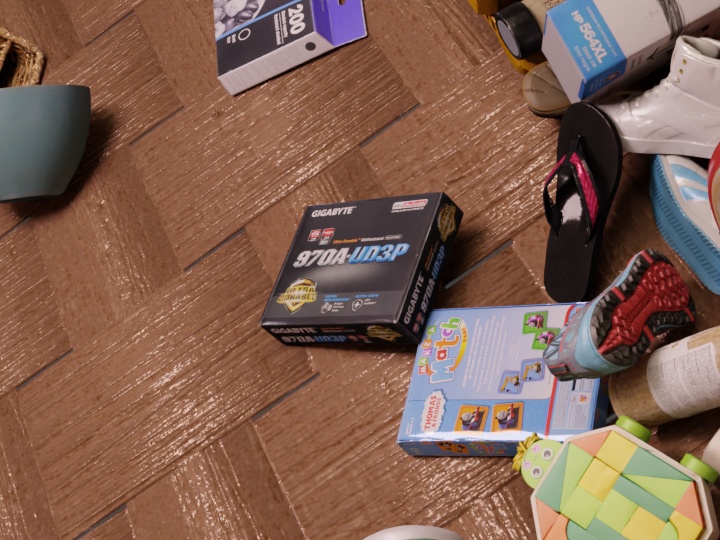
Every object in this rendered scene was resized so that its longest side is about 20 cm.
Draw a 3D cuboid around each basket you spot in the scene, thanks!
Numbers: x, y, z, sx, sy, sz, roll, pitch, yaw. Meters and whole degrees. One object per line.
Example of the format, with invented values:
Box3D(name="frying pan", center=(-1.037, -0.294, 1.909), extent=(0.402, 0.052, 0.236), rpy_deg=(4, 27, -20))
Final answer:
Box3D(name="basket", center=(-0.558, -0.261, 1.978), extent=(0.149, 0.143, 0.200), rpy_deg=(-7, 56, 28))

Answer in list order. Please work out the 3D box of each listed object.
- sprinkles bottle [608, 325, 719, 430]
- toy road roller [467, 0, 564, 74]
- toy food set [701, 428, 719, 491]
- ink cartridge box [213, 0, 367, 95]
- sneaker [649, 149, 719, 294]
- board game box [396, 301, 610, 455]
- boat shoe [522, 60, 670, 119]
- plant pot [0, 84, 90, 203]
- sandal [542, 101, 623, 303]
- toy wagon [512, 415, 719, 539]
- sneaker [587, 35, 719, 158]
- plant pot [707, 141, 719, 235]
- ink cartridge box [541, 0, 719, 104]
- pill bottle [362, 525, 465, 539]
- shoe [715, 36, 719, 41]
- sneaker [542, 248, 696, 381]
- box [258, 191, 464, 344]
Box3D(name="sprinkles bottle", center=(0.303, 0.083, 1.207), extent=(0.200, 0.068, 0.068), rpy_deg=(-30, 41, 48))
Box3D(name="toy road roller", center=(0.178, -0.303, 1.535), extent=(0.123, 0.146, 0.200), rpy_deg=(-30, 72, -4))
Box3D(name="toy food set", center=(0.401, 0.134, 1.182), extent=(0.200, 0.060, 0.143), rpy_deg=(-52, 48, 0))
Box3D(name="ink cartridge box", center=(-0.096, -0.342, 1.826), extent=(0.200, 0.043, 0.198), rpy_deg=(-21, 49, 16))
Box3D(name="sneaker", center=(0.336, -0.054, 1.346), extent=(0.081, 0.077, 0.200), rpy_deg=(-15, 43, -8))
Box3D(name="board game box", center=(0.143, 0.105, 1.364), extent=(0.200, 0.037, 0.151), rpy_deg=(-3, 57, 29))
Box3D(name="boat shoe", center=(0.270, -0.206, 1.488), extent=(0.200, 0.065, 0.073), rpy_deg=(-10, 80, 6))
Box3D(name="plant pot", center=(-0.442, -0.159, 1.827), extent=(0.200, 0.200, 0.135), rpy_deg=(-7, 93, 27))
Box3D(name="sandal", center=(0.208, -0.065, 1.375), extent=(0.075, 0.045, 0.200), rpy_deg=(11, 96, 47))
Box3D(name="toy wagon", center=(0.208, 0.203, 1.225), extent=(0.200, 0.040, 0.155), rpy_deg=(31, 88, 34))
Box3D(name="sneaker", center=(0.298, -0.173, 1.354), extent=(0.200, 0.116, 0.074), rpy_deg=(8, 31, 33))
Box3D(name="plant pot", center=(0.411, -0.073, 1.192), extent=(0.182, 0.201, 0.200), rpy_deg=(-34, 45, -17))
Box3D(name="ink cartridge box", center=(0.285, -0.249, 1.384), extent=(0.200, 0.146, 0.084), rpy_deg=(-28, 82, 3))
Box3D(name="pill bottle", center=(0.049, 0.331, 1.208), extent=(0.113, 0.113, 0.200), rpy_deg=(-17, 51, 20))
Box3D(name="shoe", center=(0.414, -0.173, 1.375), extent=(0.200, 0.072, 0.091), rpy_deg=(20, 57, 29))
Box3D(name="sneaker", center=(0.230, 0.043, 1.285), extent=(0.095, 0.200, 0.079), rpy_deg=(-32, 85, 40))
Box3D(name="box", center=(0.000, 0.000, 1.498), extent=(0.200, 0.046, 0.159), rpy_deg=(-3, 57, 42))
